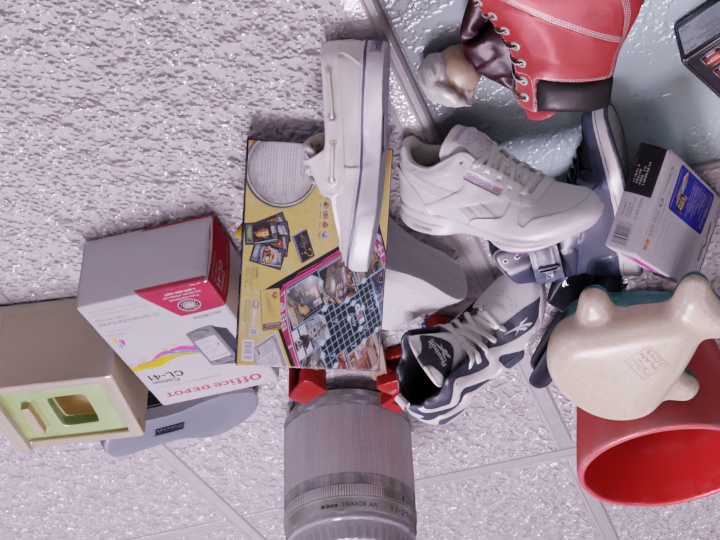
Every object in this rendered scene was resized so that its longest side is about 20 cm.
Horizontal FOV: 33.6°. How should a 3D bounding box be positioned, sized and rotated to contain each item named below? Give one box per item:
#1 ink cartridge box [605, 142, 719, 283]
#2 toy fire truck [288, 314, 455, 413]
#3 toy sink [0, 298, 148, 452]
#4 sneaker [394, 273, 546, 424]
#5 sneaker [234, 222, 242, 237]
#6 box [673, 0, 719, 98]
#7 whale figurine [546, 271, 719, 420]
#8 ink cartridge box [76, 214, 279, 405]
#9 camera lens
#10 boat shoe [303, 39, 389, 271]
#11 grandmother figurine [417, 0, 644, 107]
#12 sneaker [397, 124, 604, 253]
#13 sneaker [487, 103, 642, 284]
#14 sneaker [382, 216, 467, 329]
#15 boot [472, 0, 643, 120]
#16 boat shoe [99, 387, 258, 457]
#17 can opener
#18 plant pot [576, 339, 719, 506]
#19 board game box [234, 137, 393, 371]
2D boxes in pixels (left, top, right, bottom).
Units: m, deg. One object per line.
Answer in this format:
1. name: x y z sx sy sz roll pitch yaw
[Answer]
1. ink cartridge box: 0.285 -0.046 1.100 0.037 0.096 0.199 20 180 33
2. toy fire truck: 0.025 0.102 1.347 0.140 0.049 0.199 26 134 -31
3. toy sink: -0.342 0.117 1.289 0.196 0.114 0.131 -5 144 4
4. sneaker: 0.105 0.075 1.216 0.199 0.080 0.129 -45 158 15
5. sneaker: -0.077 0.009 1.180 0.073 0.077 0.201 29 154 39
6. box: 0.382 -0.198 0.968 0.199 0.045 0.159 -32 134 34
7. whale figurine: 0.273 0.058 1.150 0.159 0.104 0.200 40 131 -13
8. ink cartridge box: -0.181 0.045 1.227 0.145 0.087 0.201 -13 141 13
9. camera lens: -0.014 0.255 1.421 0.157 0.203 0.161 -2 144 -1
10. boat shoe: -0.014 -0.097 1.015 0.068 0.071 0.203 6 116 7
11. grandmother figurine: 0.130 -0.189 0.959 0.198 0.061 0.122 -26 110 33
12. sneaker: 0.116 -0.074 1.051 0.197 0.075 0.101 8 126 28
13. sneaker: 0.183 -0.063 1.112 0.144 0.078 0.204 -4 134 16
14. sneaker: 0.000 0.000 1.188 0.199 0.075 0.115 33 135 -32
15. boot: 0.103 -0.188 0.892 0.197 0.073 0.146 16 128 4
16. boat shoe: -0.217 0.160 1.392 0.197 0.068 0.074 -15 138 -26
17. can opener: 0.227 0.050 1.277 0.078 0.064 0.201 24 136 4
18. plant pot: 0.319 0.136 1.299 0.196 0.180 0.202 -3 145 -2
19. board game box: -0.043 -0.013 1.082 0.133 0.204 0.035 3 -176 -8
